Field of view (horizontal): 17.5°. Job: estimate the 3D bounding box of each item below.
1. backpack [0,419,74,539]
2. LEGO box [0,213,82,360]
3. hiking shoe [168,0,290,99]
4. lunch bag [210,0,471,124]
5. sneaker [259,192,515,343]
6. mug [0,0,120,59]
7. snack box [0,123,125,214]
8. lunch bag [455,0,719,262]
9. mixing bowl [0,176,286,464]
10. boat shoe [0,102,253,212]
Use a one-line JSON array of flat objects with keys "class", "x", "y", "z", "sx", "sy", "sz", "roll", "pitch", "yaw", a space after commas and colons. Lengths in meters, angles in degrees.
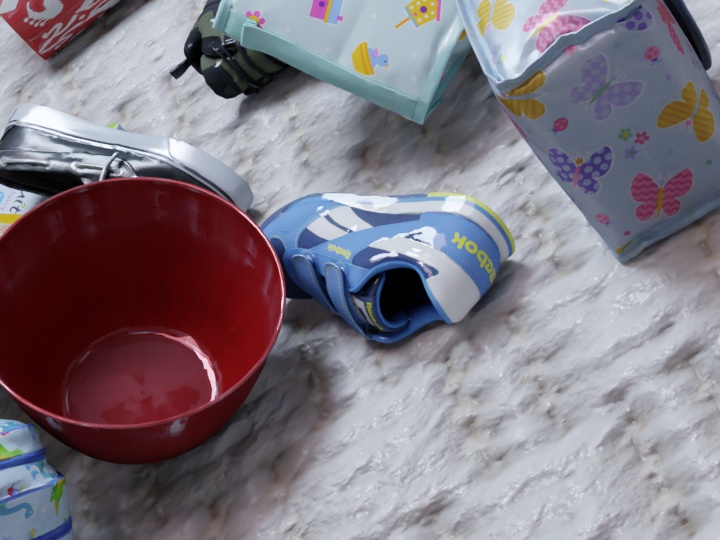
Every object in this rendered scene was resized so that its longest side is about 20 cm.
[{"class": "backpack", "x": -0.266, "y": 0.156, "z": 1.470, "sx": 0.163, "sy": 0.155, "sz": 0.200, "roll": -8, "pitch": 21, "yaw": -38}, {"class": "LEGO box", "x": -0.294, "y": 0.028, "z": 1.565, "sx": 0.148, "sy": 0.078, "sz": 0.200, "roll": 3, "pitch": 21, "yaw": 37}, {"class": "hiking shoe", "x": -0.067, "y": -0.167, "z": 1.766, "sx": 0.200, "sy": 0.076, "sz": 0.101, "roll": 11, "pitch": 65, "yaw": 58}, {"class": "lunch bag", "x": 0.009, "y": -0.202, "z": 1.627, "sx": 0.170, "sy": 0.122, "sz": 0.200, "roll": 26, "pitch": 59, "yaw": 4}, {"class": "sneaker", "x": 0.000, "y": 0.000, "z": 1.501, "sx": 0.199, "sy": 0.074, "sz": 0.082, "roll": -5, "pitch": 48, "yaw": 39}, {"class": "mug", "x": -0.224, "y": -0.278, "z": 2.006, "sx": 0.200, "sy": 0.178, "sz": 0.134, "roll": -42, "pitch": 71, "yaw": 0}, {"class": "snack box", "x": -0.260, "y": -0.017, "z": 1.766, "sx": 0.142, "sy": 0.053, "sz": 0.200, "roll": -4, "pitch": 48, "yaw": 36}, {"class": "lunch bag", "x": 0.144, "y": -0.137, "z": 1.445, "sx": 0.127, "sy": 0.170, "sz": 0.200, "roll": -32, "pitch": 34, "yaw": 9}, {"class": "mixing bowl", "x": -0.146, "y": 0.050, "z": 1.509, "sx": 0.199, "sy": 0.109, "sz": 0.201, "roll": 0, "pitch": 51, "yaw": 0}, {"class": "boat shoe", "x": -0.176, "y": -0.062, "z": 1.687, "sx": 0.199, "sy": 0.074, "sz": 0.068, "roll": 19, "pitch": 63, "yaw": 13}]
